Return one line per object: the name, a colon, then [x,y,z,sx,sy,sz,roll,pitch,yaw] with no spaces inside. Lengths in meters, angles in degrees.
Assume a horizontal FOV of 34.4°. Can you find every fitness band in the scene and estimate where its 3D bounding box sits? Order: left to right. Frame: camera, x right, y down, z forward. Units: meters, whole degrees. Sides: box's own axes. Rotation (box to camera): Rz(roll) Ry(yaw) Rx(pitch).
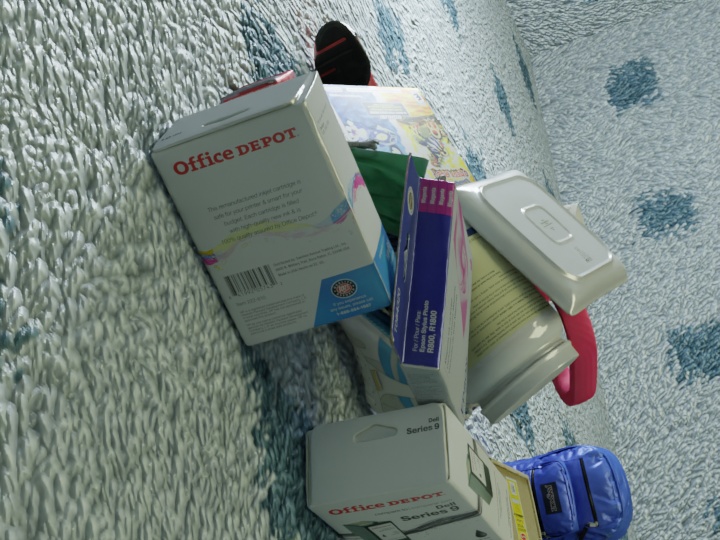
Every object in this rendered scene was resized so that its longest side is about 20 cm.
fitness band: [0.233,0.072,1.366,0.200,0.037,0.144,76,-12,-48]

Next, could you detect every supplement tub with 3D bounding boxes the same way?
supplement tub: [0.129,0.054,1.283,0.200,0.145,0.145,51,13,13]

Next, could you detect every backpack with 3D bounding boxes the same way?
backpack: [0.292,0.344,1.701,0.168,0.200,0.163,24,53,-69]

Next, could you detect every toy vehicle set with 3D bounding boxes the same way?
toy vehicle set: [0.192,0.313,1.481,0.200,0.026,0.124,38,39,-63]

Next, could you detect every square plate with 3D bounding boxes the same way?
square plate: [0.206,-0.044,1.316,0.198,0.028,0.200,44,29,15]

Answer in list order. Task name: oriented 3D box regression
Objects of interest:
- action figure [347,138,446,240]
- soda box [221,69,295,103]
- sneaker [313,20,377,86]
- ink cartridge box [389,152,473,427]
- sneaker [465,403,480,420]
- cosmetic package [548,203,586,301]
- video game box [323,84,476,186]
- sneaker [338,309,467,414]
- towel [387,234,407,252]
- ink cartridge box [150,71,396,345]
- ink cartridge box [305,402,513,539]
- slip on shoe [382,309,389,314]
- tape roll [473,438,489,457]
action figure: [-0.003,-0.098,1.226,0.055,0.200,0.118,-38,139,-42]
soda box: [-0.070,-0.098,1.190,0.070,0.063,0.200,-57,129,-68]
sneaker: [-0.016,-0.242,1.525,0.087,0.074,0.200,-106,174,-54]
ink cartridge box: [0.073,0.023,1.095,0.200,0.043,0.197,68,25,-59]
sneaker: [0.127,0.140,1.429,0.080,0.200,0.088,48,2,-2]
cosmetic package: [0.183,-0.013,1.467,0.105,0.200,0.071,-78,149,-42]
video game box: [0.034,-0.136,1.365,0.200,0.047,0.182,-8,63,-45]
sneaker: [0.029,0.110,1.296,0.200,0.081,0.077,48,12,-12]
towel: [0.033,-0.101,1.440,0.049,0.112,0.200,88,1,-45]
ink cartridge box: [-0.069,-0.053,1.007,0.085,0.144,0.200,-76,146,-60]
ink cartridge box: [0.050,0.218,1.139,0.200,0.146,0.084,52,30,-50]
slip on shoe: [0.000,0.000,1.343,0.061,0.074,0.200,40,6,32]
tape roll: [0.136,0.315,1.459,0.200,0.066,0.200,-17,90,-73]
